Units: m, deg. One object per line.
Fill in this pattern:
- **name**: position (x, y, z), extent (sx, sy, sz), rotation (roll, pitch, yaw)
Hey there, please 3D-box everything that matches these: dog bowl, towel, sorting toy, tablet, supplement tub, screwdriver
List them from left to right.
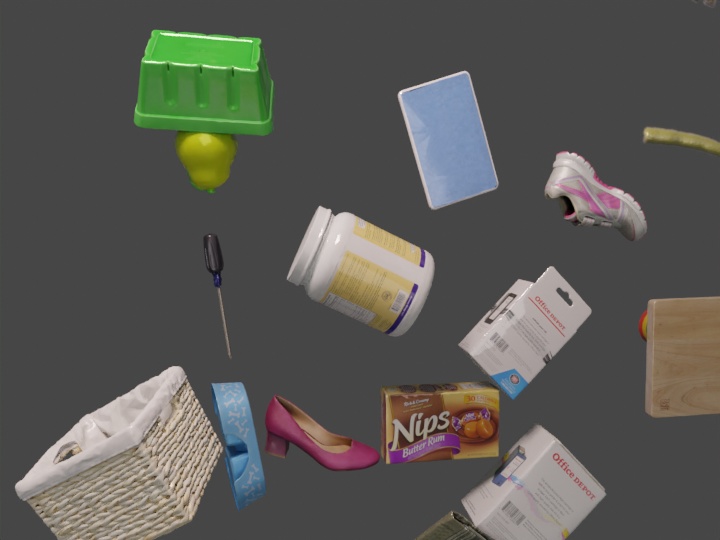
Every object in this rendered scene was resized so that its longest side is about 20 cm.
- **screwdriver**: position (-0.228, 0.042, 0.938), extent (0.029, 0.028, 0.204), rotation (-2, 97, 23)
- **dog bowl**: position (-0.192, 0.272, 0.923), extent (0.049, 0.111, 0.204), rotation (-13, 96, -19)
- **supplement tub**: position (0.000, 0.000, 0.905), extent (0.197, 0.145, 0.147), rotation (25, 91, -9)
- **tablet**: position (0.148, -0.216, 0.975), extent (0.128, 0.014, 0.204), rotation (-18, 98, -6)
- **towel**: position (0.165, 0.501, 0.986), extent (0.192, 0.035, 0.200), rotation (40, 121, -4)
- **sorting toy**: position (0.588, 0.146, 1.036), extent (0.196, 0.070, 0.203), rotation (-2, 95, -7)

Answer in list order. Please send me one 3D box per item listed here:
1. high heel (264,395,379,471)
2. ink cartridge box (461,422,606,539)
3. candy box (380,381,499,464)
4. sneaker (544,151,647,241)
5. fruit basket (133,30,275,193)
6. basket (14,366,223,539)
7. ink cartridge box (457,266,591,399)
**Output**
- **high heel**: position (-0.060, 0.266, 0.955), extent (0.196, 0.068, 0.098), rotation (8, 104, -5)
- **ink cartridge box**: position (0.297, 0.393, 1.008), extent (0.145, 0.088, 0.200), rotation (45, 90, -10)
- **candy box**: position (0.133, 0.255, 0.990), extent (0.196, 0.056, 0.119), rotation (-1, 95, -9)
- **sneaker**: position (0.390, -0.107, 0.988), extent (0.199, 0.081, 0.089), rotation (37, 91, -1)
- **fruit basket**: position (-0.229, -0.233, 0.878), extent (0.211, 0.157, 0.218), rotation (-3, 138, -3)
- **basket**: position (-0.328, 0.278, 0.846), extent (0.198, 0.198, 0.163), rotation (-29, 102, 8)
- **ink cartridge box**: position (0.278, 0.100, 0.990), extent (0.116, 0.068, 0.200), rotation (45, 88, -9)
